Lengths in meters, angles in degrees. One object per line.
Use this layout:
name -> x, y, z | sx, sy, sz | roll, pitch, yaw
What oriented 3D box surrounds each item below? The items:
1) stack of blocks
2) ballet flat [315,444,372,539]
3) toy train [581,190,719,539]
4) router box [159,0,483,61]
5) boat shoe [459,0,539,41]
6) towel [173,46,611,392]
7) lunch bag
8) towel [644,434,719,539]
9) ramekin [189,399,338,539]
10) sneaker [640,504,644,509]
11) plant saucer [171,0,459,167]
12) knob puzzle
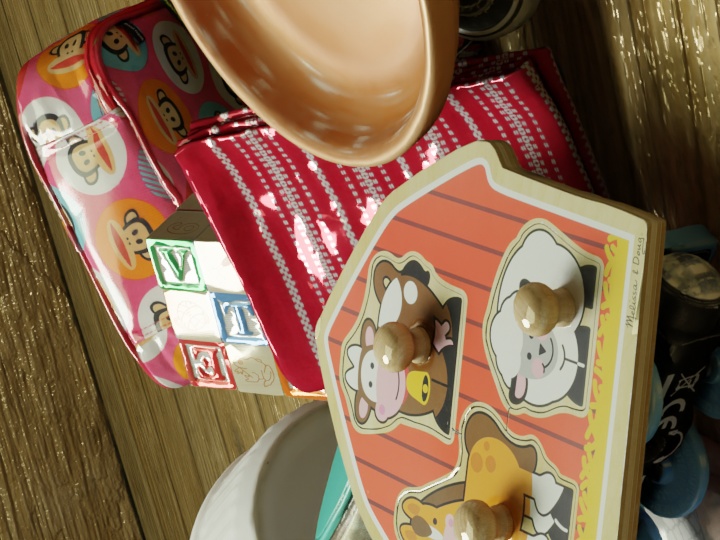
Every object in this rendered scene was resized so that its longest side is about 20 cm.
stack of blocks -> 0.000, 0.000, 1.093 | 0.199, 0.059, 0.116 | 3, 122, 31
ballet flat -> 0.027, 0.061, 1.010 | 0.068, 0.062, 0.201 | -81, 5, -48
toy train -> 0.081, 0.059, 0.923 | 0.114, 0.086, 0.201 | 47, 134, 33
router box -> -0.027, -0.131, 1.156 | 0.200, 0.062, 0.150 | 49, 160, 18
boat shoe -> 0.004, -0.177, 0.945 | 0.201, 0.070, 0.064 | 57, -152, -7
towel -> 0.021, -0.016, 1.014 | 0.199, 0.022, 0.145 | -9, 115, 36
lunch bag -> -0.092, -0.049, 1.267 | 0.201, 0.082, 0.176 | 64, -154, -7
towel -> 0.177, 0.178, 0.940 | 0.191, 0.032, 0.201 | -140, 32, -66
ramekin -> 0.007, 0.158, 1.279 | 0.203, 0.201, 0.094 | 64, 155, 25
sneaker -> 0.090, 0.081, 1.095 | 0.200, 0.074, 0.082 | 49, 149, 38
plant saucer -> -0.025, -0.138, 0.928 | 0.200, 0.037, 0.201 | 41, 148, 32
knob puzzle -> 0.034, 0.048, 0.896 | 0.219, 0.030, 0.221 | 7, 99, 55
